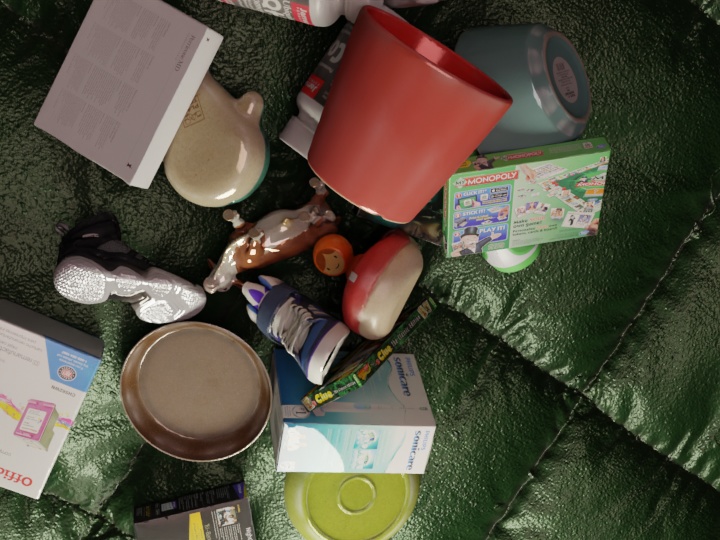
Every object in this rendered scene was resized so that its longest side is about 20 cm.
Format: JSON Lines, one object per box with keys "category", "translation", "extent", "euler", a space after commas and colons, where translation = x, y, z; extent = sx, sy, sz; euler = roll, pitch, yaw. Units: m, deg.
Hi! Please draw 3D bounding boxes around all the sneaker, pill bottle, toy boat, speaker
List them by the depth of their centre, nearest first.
{"category": "pill bottle", "translation": [-0.071, -0.345, 1.174], "extent": [0.197, 0.111, 0.112], "euler": [16, 101, 10]}
{"category": "sneaker", "translation": [-0.282, -0.008, 1.250], "extent": [0.198, 0.115, 0.076], "euler": [16, 128, -37]}
{"category": "pill bottle", "translation": [-0.007, -0.218, 1.253], "extent": [0.113, 0.114, 0.201], "euler": [34, 94, -18]}
{"category": "sneaker", "translation": [-0.090, 0.066, 1.254], "extent": [0.145, 0.200, 0.081], "euler": [30, 94, 1]}
{"category": "toy boat", "translation": [0.000, 0.000, 1.271], "extent": [0.129, 0.200, 0.132], "euler": [27, 96, -3]}
{"category": "speaker", "translation": [0.164, -0.090, 1.312], "extent": [0.088, 0.089, 0.201], "euler": [-36, 126, -2]}

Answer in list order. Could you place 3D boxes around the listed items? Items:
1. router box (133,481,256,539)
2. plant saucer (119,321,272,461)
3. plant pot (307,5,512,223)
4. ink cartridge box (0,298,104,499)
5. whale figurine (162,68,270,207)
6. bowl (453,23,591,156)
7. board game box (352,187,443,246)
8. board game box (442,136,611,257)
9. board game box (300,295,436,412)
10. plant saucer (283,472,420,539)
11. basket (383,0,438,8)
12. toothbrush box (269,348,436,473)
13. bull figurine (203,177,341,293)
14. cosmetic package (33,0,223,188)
{"category": "router box", "translation": [-0.214, 0.404, 1.388], "extent": [0.155, 0.052, 0.203], "euler": [-10, 105, -10]}
{"category": "plant saucer", "translation": [-0.210, 0.153, 1.319], "extent": [0.197, 0.032, 0.203], "euler": [1, 112, 3]}
{"category": "plant pot", "translation": [0.041, -0.165, 1.130], "extent": [0.198, 0.201, 0.179], "euler": [27, 110, -17]}
{"category": "ink cartridge box", "translation": [-0.424, 0.161, 1.267], "extent": [0.143, 0.085, 0.202], "euler": [24, 98, -17]}
{"category": "whale figurine", "translation": [-0.182, -0.177, 1.244], "extent": [0.157, 0.104, 0.203], "euler": [-22, 84, 15]}
{"category": "bowl", "translation": [0.209, -0.219, 1.247], "extent": [0.104, 0.201, 0.202], "euler": [-18, 113, 38]}
{"category": "board game box", "translation": [0.086, -0.146, 1.335], "extent": [0.133, 0.028, 0.203], "euler": [18, 99, -16]}
{"category": "board game box", "translation": [0.198, -0.087, 1.240], "extent": [0.197, 0.029, 0.136], "euler": [-9, 134, -6]}
{"category": "board game box", "translation": [0.013, 0.103, 1.282], "extent": [0.104, 0.200, 0.024], "euler": [-35, 94, 40]}
{"category": "plant saucer", "translation": [-0.008, 0.307, 1.423], "extent": [0.196, 0.031, 0.204], "euler": [-3, 104, -11]}
{"category": "basket", "translation": [0.101, -0.415, 1.186], "extent": [0.158, 0.200, 0.202], "euler": [-9, 106, -12]}
{"category": "toothbrush box", "translation": [-0.016, 0.181, 1.322], "extent": [0.197, 0.147, 0.086], "euler": [2, 123, -13]}
{"category": "bull figurine", "translation": [-0.115, -0.042, 1.282], "extent": [0.198, 0.122, 0.066], "euler": [-26, 71, -13]}
{"category": "cosmetic package", "translation": [-0.271, -0.221, 1.192], "extent": [0.150, 0.052, 0.202], "euler": [31, 97, 16]}
